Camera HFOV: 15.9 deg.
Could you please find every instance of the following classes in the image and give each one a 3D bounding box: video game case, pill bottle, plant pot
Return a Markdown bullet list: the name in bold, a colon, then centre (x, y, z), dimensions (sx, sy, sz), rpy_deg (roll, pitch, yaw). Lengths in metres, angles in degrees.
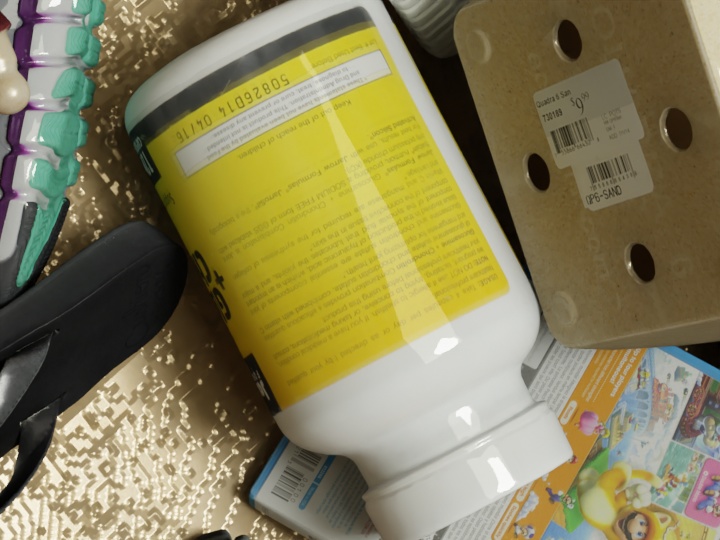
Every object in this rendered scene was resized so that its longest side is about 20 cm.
- **video game case**: centre (0.076, 0.082, 1.038), dimensions (0.200, 0.018, 0.143), rpy_deg (29, 71, 10)
- **pill bottle**: centre (0.000, 0.000, 0.988), dimensions (0.112, 0.112, 0.200), rpy_deg (-26, 87, -26)
- **plant pot**: centre (0.155, -0.065, 0.963), dimensions (0.177, 0.200, 0.200), rpy_deg (-20, 93, -32)

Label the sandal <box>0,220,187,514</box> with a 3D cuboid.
- **sandal**: centre (-0.134, 0.054, 0.949), dimensions (0.043, 0.076, 0.200), rpy_deg (38, 64, 23)

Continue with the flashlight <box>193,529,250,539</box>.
- **flashlight**: centre (-0.037, 0.206, 0.999), dimensions (0.068, 0.068, 0.200), rpy_deg (-23, 98, -24)

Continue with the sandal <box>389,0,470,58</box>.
- **sandal**: centre (0.031, -0.136, 1.001), dimensions (0.082, 0.203, 0.050), rpy_deg (-37, 76, -10)

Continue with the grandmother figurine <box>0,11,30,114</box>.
- **grandmother figurine**: centre (-0.178, -0.073, 0.926), dimensions (0.121, 0.061, 0.200), rpy_deg (1, 94, 2)

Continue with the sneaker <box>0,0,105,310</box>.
- **sneaker**: centre (-0.144, -0.087, 0.977), dimensions (0.087, 0.074, 0.200), rpy_deg (10, 85, 3)
